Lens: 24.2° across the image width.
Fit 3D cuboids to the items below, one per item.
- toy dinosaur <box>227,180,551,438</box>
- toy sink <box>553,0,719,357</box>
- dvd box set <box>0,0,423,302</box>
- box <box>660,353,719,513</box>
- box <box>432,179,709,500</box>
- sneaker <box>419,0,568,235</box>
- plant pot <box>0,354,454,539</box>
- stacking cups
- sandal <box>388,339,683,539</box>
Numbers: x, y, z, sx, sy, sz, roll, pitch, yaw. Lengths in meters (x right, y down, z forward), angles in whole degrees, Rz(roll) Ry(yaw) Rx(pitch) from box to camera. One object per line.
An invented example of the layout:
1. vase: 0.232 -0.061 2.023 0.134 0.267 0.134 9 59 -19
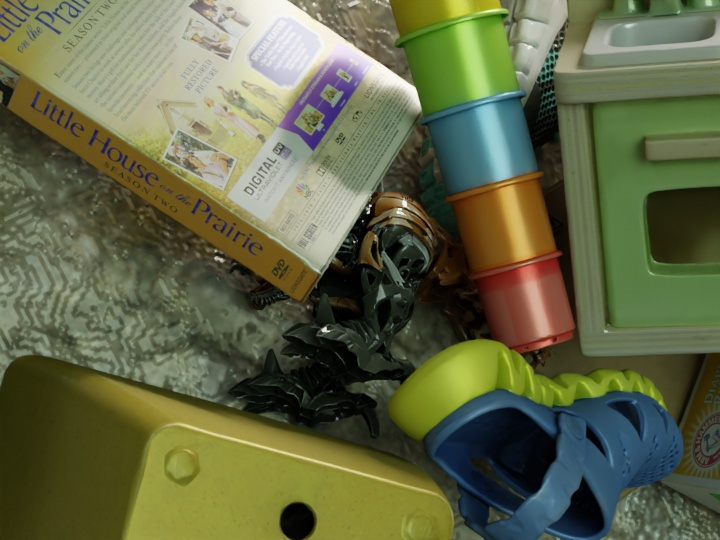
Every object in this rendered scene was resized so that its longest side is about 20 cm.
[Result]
1. toy dinosaur: 0.000 0.000 0.823 0.199 0.102 0.136 14 59 7
2. toy sink: 0.163 -0.070 0.801 0.130 0.112 0.201 -2 111 13
3. dvd box set: -0.077 -0.089 0.787 0.200 0.029 0.146 33 45 -3
4. box: 0.278 0.106 0.901 0.200 0.101 0.113 29 77 -23
5. box: 0.151 0.021 0.919 0.200 0.021 0.164 -30 94 -23
6. sneaker: 0.103 -0.099 0.892 0.091 0.078 0.200 33 74 -21
7. plant pot: -0.065 0.149 0.729 0.200 0.176 0.201 18 75 -19
8. stacking cups: 0.063 -0.061 0.805 0.060 0.060 0.201 -18 91 -23
9. sandal: 0.094 0.093 0.798 0.200 0.079 0.087 10 47 -49
